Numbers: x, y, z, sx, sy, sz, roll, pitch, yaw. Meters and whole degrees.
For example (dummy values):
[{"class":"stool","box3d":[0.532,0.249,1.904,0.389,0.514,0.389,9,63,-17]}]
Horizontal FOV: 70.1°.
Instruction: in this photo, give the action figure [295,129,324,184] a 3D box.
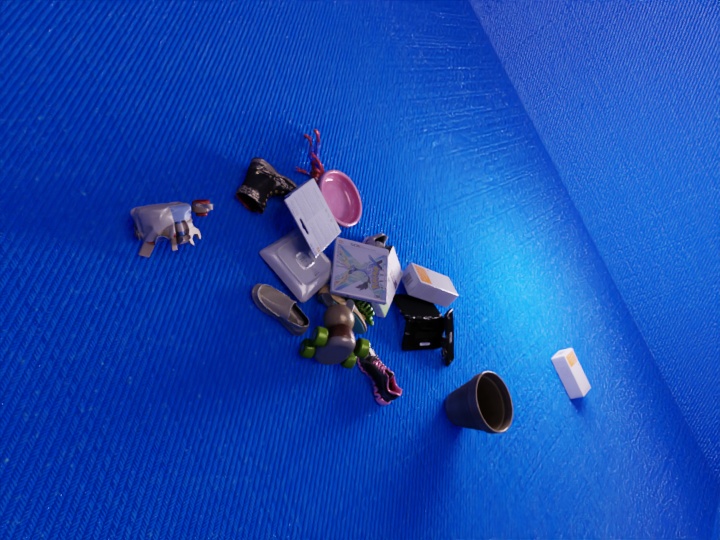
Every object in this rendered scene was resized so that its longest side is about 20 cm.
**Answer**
[{"class":"action figure","box3d":[-0.171,-0.387,1.723,0.099,0.065,0.201,20,56,-55]}]

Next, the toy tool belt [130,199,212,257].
[{"class":"toy tool belt","box3d":[-0.471,-0.109,1.302,0.199,0.125,0.124,-17,113,-42]}]

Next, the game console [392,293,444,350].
[{"class":"game console","box3d":[0.198,0.183,1.819,0.199,0.116,0.177,4,97,-40]}]

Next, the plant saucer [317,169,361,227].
[{"class":"plant saucer","box3d":[-0.078,-0.238,1.735,0.200,0.051,0.201,23,58,-43]}]

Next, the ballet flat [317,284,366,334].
[{"class":"ballet flat","box3d":[-0.048,0.116,1.594,0.200,0.069,0.063,44,40,-18]}]

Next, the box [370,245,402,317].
[{"class":"box","box3d":[0.081,0.035,1.716,0.200,0.036,0.145,-65,147,-37]}]

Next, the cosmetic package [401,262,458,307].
[{"class":"cosmetic package","box3d":[0.249,0.055,1.856,0.199,0.071,0.102,19,34,-36]}]

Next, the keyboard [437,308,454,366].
[{"class":"keyboard","box3d":[0.303,0.240,1.831,0.104,0.039,0.201,-27,116,-59]}]

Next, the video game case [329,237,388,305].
[{"class":"video game case","box3d":[0.000,0.000,1.610,0.181,0.022,0.201,13,57,-15]}]

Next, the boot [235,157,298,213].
[{"class":"boot","box3d":[-0.275,-0.231,1.553,0.200,0.073,0.151,40,50,-26]}]

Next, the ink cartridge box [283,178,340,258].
[{"class":"ink cartridge box","box3d":[-0.154,-0.159,1.565,0.197,0.043,0.200,63,33,-17]}]

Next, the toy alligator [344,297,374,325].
[{"class":"toy alligator","box3d":[-0.012,0.098,1.643,0.200,0.054,0.059,50,45,-12]}]

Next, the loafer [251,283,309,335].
[{"class":"loafer","box3d":[-0.217,0.103,1.444,0.200,0.068,0.076,42,48,-19]}]

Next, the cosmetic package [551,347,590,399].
[{"class":"cosmetic package","box3d":[0.957,0.467,2.331,0.101,0.071,0.201,-23,86,-46]}]

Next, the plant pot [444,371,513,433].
[{"class":"plant pot","box3d":[0.390,0.461,1.746,0.199,0.173,0.201,20,57,-34]}]

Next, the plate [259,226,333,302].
[{"class":"plate","box3d":[-0.175,-0.028,1.553,0.200,0.032,0.199,50,43,0]}]

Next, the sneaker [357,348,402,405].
[{"class":"sneaker","box3d":[0.064,0.313,1.579,0.079,0.095,0.201,-27,88,-44]}]

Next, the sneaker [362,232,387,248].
[{"class":"sneaker","box3d":[0.032,-0.058,1.732,0.076,0.092,0.200,40,49,-21]}]

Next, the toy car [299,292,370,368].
[{"class":"toy car","box3d":[-0.073,0.161,1.495,0.164,0.158,0.201,19,51,-23]}]
